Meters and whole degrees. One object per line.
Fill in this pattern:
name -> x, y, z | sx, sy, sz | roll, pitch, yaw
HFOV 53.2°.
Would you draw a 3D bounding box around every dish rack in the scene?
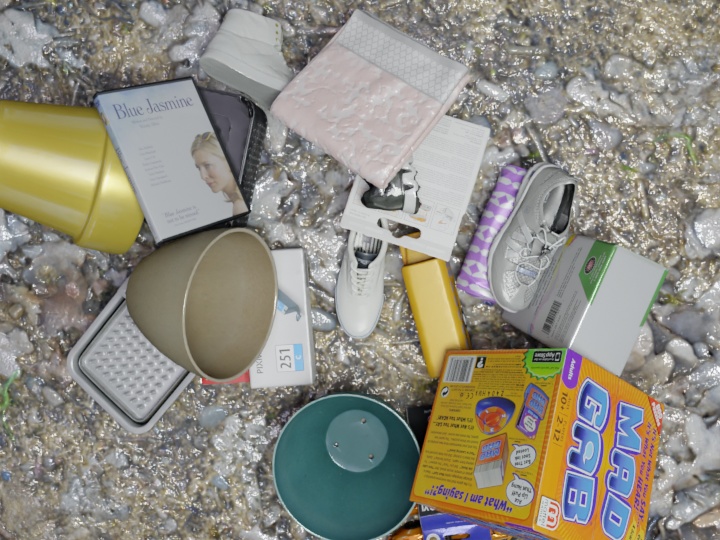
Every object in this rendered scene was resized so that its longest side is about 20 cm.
dish rack -> -0.319, 0.120, 1.063 | 0.172, 0.044, 0.200 | 41, 95, 6

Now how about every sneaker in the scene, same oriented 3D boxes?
sneaker -> -0.113, -0.289, 1.013 | 0.200, 0.074, 0.116 | 28, 67, -21
sneaker -> 0.025, -0.170, 0.949 | 0.090, 0.066, 0.201 | -5, 81, -7
sneaker -> 0.221, -0.040, 0.921 | 0.075, 0.082, 0.201 | 12, 98, -19
sneaker -> 0.000, 0.000, 1.023 | 0.073, 0.071, 0.201 | 4, 94, 4

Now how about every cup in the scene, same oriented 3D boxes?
cup -> -0.223, 0.038, 0.956 | 0.143, 0.200, 0.201 | 7, 94, 26

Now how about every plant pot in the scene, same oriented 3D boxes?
plant pot -> -0.012, 0.257, 1.006 | 0.199, 0.135, 0.201 | 0, 94, 5
plant pot -> -0.388, -0.137, 0.947 | 0.188, 0.201, 0.201 | 13, 95, -31

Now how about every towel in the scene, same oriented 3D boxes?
towel -> 0.010, -0.227, 0.924 | 0.200, 0.032, 0.191 | 37, 85, 24

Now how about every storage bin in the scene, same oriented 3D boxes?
storage bin -> -0.222, -0.152, 1.021 | 0.135, 0.094, 0.201 | 13, 93, 3

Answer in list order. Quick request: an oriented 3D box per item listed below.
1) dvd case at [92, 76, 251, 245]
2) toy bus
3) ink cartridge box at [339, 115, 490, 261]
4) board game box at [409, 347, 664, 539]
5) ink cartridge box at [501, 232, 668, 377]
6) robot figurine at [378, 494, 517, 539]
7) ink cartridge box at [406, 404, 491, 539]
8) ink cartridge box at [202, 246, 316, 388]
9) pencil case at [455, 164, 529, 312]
dvd case -> -0.236, -0.146, 0.920 | 0.018, 0.143, 0.200 | -22, 92, 50
toy bus -> 0.104, 0.042, 1.009 | 0.065, 0.078, 0.201 | -14, 92, 14
ink cartridge box -> 0.076, -0.125, 1.000 | 0.161, 0.050, 0.200 | 18, 81, 3
board game box -> 0.218, 0.225, 0.889 | 0.200, 0.200, 0.200 | 29, 68, -30
ink cartridge box -> 0.281, 0.032, 0.935 | 0.084, 0.200, 0.145 | 22, 95, -14
robot figurine -> 0.133, 0.355, 1.039 | 0.199, 0.058, 0.145 | -11, 90, 6
ink cartridge box -> 0.123, 0.287, 1.007 | 0.094, 0.037, 0.201 | -9, 67, 5
ink cartridge box -> -0.160, 0.071, 1.054 | 0.176, 0.045, 0.201 | -4, 93, 4
pencil case -> 0.202, -0.046, 0.997 | 0.085, 0.084, 0.200 | 23, 97, 33
